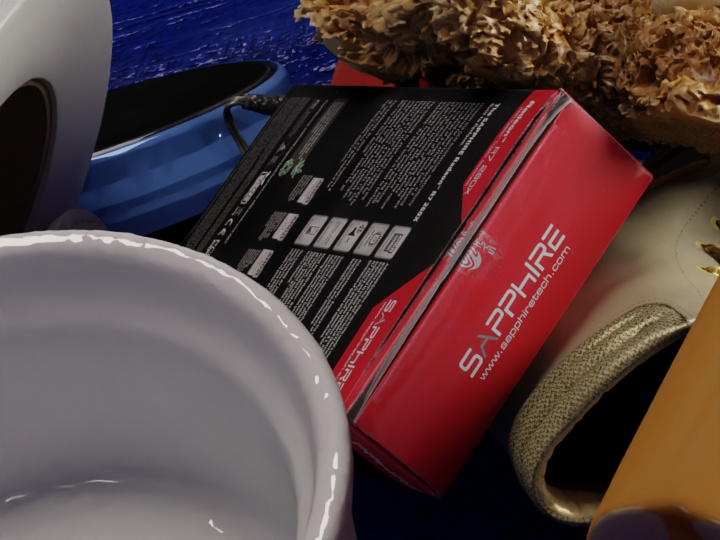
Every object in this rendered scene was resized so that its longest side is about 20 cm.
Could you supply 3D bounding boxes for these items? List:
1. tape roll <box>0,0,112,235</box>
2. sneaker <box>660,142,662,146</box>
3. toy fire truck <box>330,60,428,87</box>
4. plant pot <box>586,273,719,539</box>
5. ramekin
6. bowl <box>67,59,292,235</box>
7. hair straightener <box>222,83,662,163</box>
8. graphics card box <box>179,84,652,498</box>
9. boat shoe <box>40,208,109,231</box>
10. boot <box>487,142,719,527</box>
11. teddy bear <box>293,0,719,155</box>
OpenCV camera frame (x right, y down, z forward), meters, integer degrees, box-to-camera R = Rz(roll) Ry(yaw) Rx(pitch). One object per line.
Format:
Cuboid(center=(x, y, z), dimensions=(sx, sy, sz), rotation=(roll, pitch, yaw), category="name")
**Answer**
Cuboid(center=(-0.197, -0.044, 0.978), dimensions=(0.139, 0.203, 0.203), rotation=(22, 32, 8), category="tape roll")
Cuboid(center=(0.181, -0.068, 1.003), dimensions=(0.071, 0.113, 0.200), rotation=(36, 81, 16), category="sneaker")
Cuboid(center=(0.092, -0.106, 1.089), dimensions=(0.199, 0.049, 0.142), rotation=(7, 68, 40), category="toy fire truck")
Cuboid(center=(0.156, 0.038, 0.631), dimensions=(0.183, 0.201, 0.200), rotation=(-45, 33, -24), category="plant pot")
Cuboid(center=(-0.091, 0.093, 0.700), dimensions=(0.199, 0.098, 0.201), rotation=(-9, 44, 9), category="ramekin")
Cuboid(center=(-0.118, -0.047, 1.162), dimensions=(0.200, 0.040, 0.201), rotation=(-17, 12, 4), category="bowl")
Cuboid(center=(0.033, -0.042, 1.041), dimensions=(0.199, 0.041, 0.077), rotation=(9, 59, 20), category="hair straightener")
Cuboid(center=(0.000, 0.000, 0.872), dimensions=(0.126, 0.051, 0.200), rotation=(-56, 25, -12), category="graphics card box")
Cuboid(center=(-0.118, 0.029, 0.979), dimensions=(0.059, 0.072, 0.200), rotation=(-32, 11, 9), category="boat shoe")
Cuboid(center=(0.119, 0.008, 0.849), dimensions=(0.199, 0.073, 0.155), rotation=(-24, 19, -8), category="boot")
Cuboid(center=(0.071, -0.081, 0.875), dimensions=(0.144, 0.067, 0.200), rotation=(17, -4, -29), category="teddy bear")
